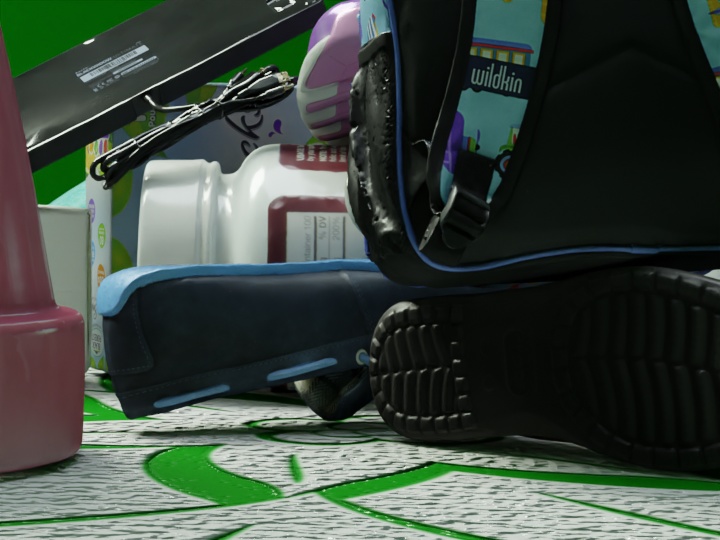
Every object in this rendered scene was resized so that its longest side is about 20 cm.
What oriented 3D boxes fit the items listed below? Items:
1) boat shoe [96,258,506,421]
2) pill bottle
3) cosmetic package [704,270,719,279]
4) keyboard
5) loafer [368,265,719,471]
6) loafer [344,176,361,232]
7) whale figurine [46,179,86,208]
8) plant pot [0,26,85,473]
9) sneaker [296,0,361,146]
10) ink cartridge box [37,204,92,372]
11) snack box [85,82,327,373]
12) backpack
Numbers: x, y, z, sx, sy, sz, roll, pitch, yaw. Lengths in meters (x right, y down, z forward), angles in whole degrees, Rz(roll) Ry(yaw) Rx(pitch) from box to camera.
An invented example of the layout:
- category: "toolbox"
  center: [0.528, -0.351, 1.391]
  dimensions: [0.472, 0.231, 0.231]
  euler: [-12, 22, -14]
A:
- category: "boat shoe"
  center: [-0.016, 0.031, 1.052]
  dimensions: [0.198, 0.069, 0.084]
  euler: [-2, -1, -19]
- category: "pill bottle"
  center: [0.000, 0.000, 1.159]
  dimensions: [0.198, 0.115, 0.114]
  euler: [2, 3, 0]
- category: "cosmetic package"
  center: [0.228, 0.010, 1.080]
  dimensions: [0.081, 0.114, 0.199]
  euler: [3, 5, 44]
- category: "keyboard"
  center: [-0.103, -0.081, 1.174]
  dimensions: [0.199, 0.021, 0.127]
  euler: [-29, 35, -13]
- category: "loafer"
  center: [0.096, 0.032, 0.959]
  dimensions: [0.199, 0.074, 0.071]
  euler: [4, 5, 40]
- category: "loafer"
  center: [0.093, -0.049, 1.085]
  dimensions: [0.198, 0.072, 0.063]
  euler: [-2, -29, -15]
- category: "whale figurine"
  center: [-0.155, -0.016, 1.487]
  dimensions: [0.199, 0.105, 0.158]
  euler: [-2, 5, -44]
- category: "plant pot"
  center: [-0.199, -0.023, 0.914]
  dimensions: [0.198, 0.181, 0.200]
  euler: [1, 2, 0]
- category: "sneaker"
  center: [0.030, -0.094, 1.196]
  dimensions: [0.080, 0.089, 0.200]
  euler: [-5, -18, 23]
- category: "ink cartridge box"
  center: [-0.242, 0.007, 1.227]
  dimensions: [0.144, 0.084, 0.199]
  euler: [-2, 5, -41]
- category: "snack box"
  center: [-0.038, -0.022, 1.268]
  dimensions: [0.198, 0.144, 0.053]
  euler: [0, 2, -23]
- category: "backpack"
  center: [0.079, -0.098, 0.962]
  dimensions: [0.181, 0.202, 0.135]
  euler: [-5, -5, -11]
